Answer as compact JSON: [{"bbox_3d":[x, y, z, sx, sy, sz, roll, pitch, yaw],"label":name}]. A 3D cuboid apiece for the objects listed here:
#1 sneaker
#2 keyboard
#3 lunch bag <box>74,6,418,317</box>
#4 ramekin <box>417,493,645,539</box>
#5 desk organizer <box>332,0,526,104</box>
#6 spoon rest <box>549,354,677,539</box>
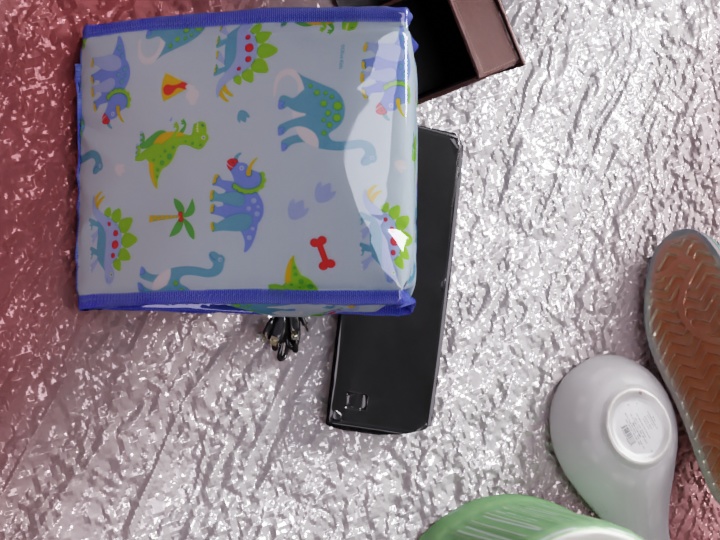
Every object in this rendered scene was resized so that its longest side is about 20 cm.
[{"bbox_3d":[0.252,0.070,1.162,0.080,0.071,0.201,3,71,-60],"label":"sneaker"},{"bbox_3d":[0.000,0.000,1.059,0.127,0.021,0.201,11,81,-27],"label":"keyboard"},{"bbox_3d":[-0.066,-0.059,0.971,0.199,0.127,0.171,0,84,3],"label":"lunch bag"},{"bbox_3d":[0.118,0.244,1.058,0.199,0.098,0.201,2,86,-27],"label":"ramekin"},{"bbox_3d":[0.020,-0.203,1.053,0.077,0.072,0.201,-27,99,-23],"label":"desk organizer"},{"bbox_3d":[0.193,0.153,1.135,0.099,0.061,0.201,-23,84,-27],"label":"spoon rest"}]
